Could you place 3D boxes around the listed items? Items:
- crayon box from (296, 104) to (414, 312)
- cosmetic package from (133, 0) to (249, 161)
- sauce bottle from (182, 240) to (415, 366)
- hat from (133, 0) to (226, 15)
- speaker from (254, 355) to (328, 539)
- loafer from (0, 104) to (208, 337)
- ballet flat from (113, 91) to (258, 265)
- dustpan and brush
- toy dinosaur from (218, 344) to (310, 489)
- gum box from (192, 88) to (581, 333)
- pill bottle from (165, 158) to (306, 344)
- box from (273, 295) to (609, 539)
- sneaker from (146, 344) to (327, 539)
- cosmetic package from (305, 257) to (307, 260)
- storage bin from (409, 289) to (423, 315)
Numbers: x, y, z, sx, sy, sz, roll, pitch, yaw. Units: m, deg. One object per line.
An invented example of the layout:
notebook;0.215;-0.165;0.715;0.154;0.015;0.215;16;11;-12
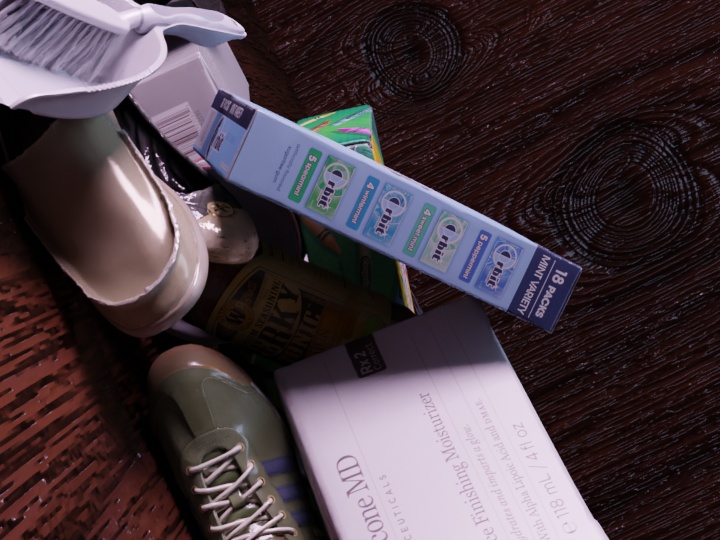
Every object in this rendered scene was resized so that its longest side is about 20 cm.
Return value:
crayon box;0.000;0.000;1.084;0.119;0.058;0.201;-88;167;-73
cosmetic package;-0.144;-0.145;1.297;0.200;0.090;0.107;-99;163;-63
sauce bottle;-0.065;0.015;0.945;0.199;0.065;0.065;22;20;-17
hat;-0.196;-0.248;1.233;0.201;0.081;0.201;49;11;-13
speaker;-0.024;0.129;1.190;0.201;0.088;0.088;65;5;10
loafer;-0.149;-0.046;0.839;0.200;0.076;0.068;52;8;33
ballet flat;-0.128;-0.070;0.905;0.200;0.057;0.066;42;32;27
dustpan and brush;-0.135;-0.128;0.835;0.140;0.057;0.200;47;20;28
toy dinosaur;-0.061;0.111;1.095;0.088;0.047;0.200;37;21;-27
gum box;0.009;-0.038;0.918;0.199;0.045;0.170;24;4;-15
pill bottle;-0.091;-0.022;1.077;0.111;0.110;0.200;63;5;-7
box;0.055;0.163;0.907;0.199;0.130;0.201;-116;-173;-47
sneaker;-0.054;0.140;0.880;0.090;0.067;0.201;-118;-177;-65
cosmetic package;-0.043;0.047;1.307;0.071;0.101;0.201;55;11;-65
storage bin;0.022;0.128;1.358;0.094;0.135;0.201;58;8;-51
